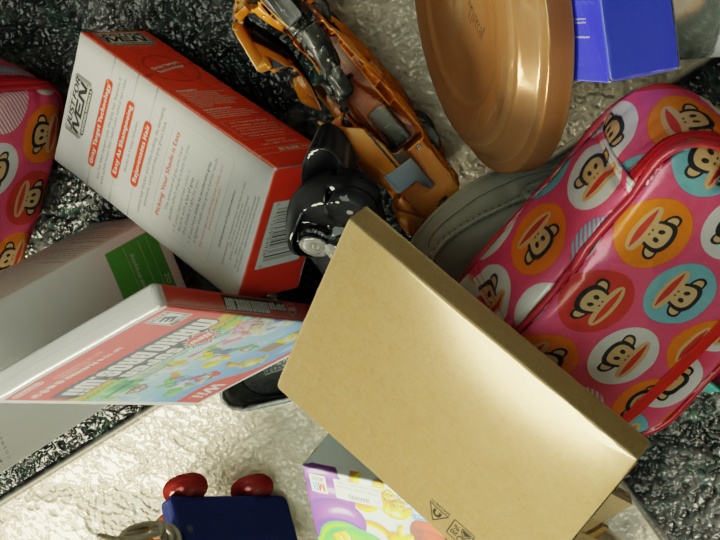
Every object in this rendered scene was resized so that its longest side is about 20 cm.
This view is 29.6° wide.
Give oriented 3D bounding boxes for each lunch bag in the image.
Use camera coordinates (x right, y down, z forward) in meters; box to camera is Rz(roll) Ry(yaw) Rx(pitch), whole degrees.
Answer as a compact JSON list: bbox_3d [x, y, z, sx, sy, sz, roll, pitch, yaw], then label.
[{"bbox_3d":[-0.301,-0.052,0.935,0.082,0.176,0.200,28,110,22],"label":"lunch bag"},{"bbox_3d":[0.172,0.005,0.791,0.176,0.082,0.200,23,119,-31],"label":"lunch bag"}]

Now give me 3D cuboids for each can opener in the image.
[{"bbox_3d":[0.000,0.000,0.851,0.063,0.079,0.200,11,144,21],"label":"can opener"}]

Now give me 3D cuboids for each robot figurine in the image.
[{"bbox_3d":[-0.013,-0.118,0.868,0.058,0.145,0.200,-40,108,9],"label":"robot figurine"}]

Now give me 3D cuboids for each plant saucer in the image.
[{"bbox_3d":[0.071,-0.155,0.805,0.032,0.200,0.201,-13,110,-14],"label":"plant saucer"}]

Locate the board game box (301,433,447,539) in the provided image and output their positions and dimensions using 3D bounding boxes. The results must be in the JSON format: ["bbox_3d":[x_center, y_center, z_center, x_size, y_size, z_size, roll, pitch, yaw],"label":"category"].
[{"bbox_3d":[0.043,0.194,0.936,0.105,0.103,0.200,7,122,29],"label":"board game box"}]

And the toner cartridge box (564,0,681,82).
[{"bbox_3d":[0.115,-0.160,0.784,0.043,0.200,0.095,-11,102,-13],"label":"toner cartridge box"}]

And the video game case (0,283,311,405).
[{"bbox_3d":[-0.119,0.053,0.879,0.143,0.200,0.017,-28,71,25],"label":"video game case"}]

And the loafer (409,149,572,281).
[{"bbox_3d":[0.120,-0.032,0.849,0.200,0.070,0.070,-26,125,-20],"label":"loafer"}]

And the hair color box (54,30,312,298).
[{"bbox_3d":[-0.115,-0.074,0.906,0.200,0.061,0.102,36,121,30],"label":"hair color box"}]

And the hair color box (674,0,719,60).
[{"bbox_3d":[0.173,-0.229,0.820,0.099,0.061,0.200,-3,111,15],"label":"hair color box"}]

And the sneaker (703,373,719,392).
[{"bbox_3d":[0.183,0.074,0.927,0.121,0.084,0.200,15,116,15],"label":"sneaker"}]

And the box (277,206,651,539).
[{"bbox_3d":[0.049,0.080,0.771,0.200,0.021,0.164,41,138,15],"label":"box"}]

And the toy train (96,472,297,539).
[{"bbox_3d":[-0.150,0.209,1.011,0.116,0.200,0.085,-34,63,32],"label":"toy train"}]

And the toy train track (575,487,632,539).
[{"bbox_3d":[0.116,0.203,1.016,0.115,0.033,0.200,30,127,-32],"label":"toy train track"}]

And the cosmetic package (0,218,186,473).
[{"bbox_3d":[-0.218,0.050,0.947,0.085,0.200,0.108,-3,114,45],"label":"cosmetic package"}]

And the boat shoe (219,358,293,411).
[{"bbox_3d":[-0.013,0.053,0.973,0.199,0.068,0.074,-16,106,20],"label":"boat shoe"}]
